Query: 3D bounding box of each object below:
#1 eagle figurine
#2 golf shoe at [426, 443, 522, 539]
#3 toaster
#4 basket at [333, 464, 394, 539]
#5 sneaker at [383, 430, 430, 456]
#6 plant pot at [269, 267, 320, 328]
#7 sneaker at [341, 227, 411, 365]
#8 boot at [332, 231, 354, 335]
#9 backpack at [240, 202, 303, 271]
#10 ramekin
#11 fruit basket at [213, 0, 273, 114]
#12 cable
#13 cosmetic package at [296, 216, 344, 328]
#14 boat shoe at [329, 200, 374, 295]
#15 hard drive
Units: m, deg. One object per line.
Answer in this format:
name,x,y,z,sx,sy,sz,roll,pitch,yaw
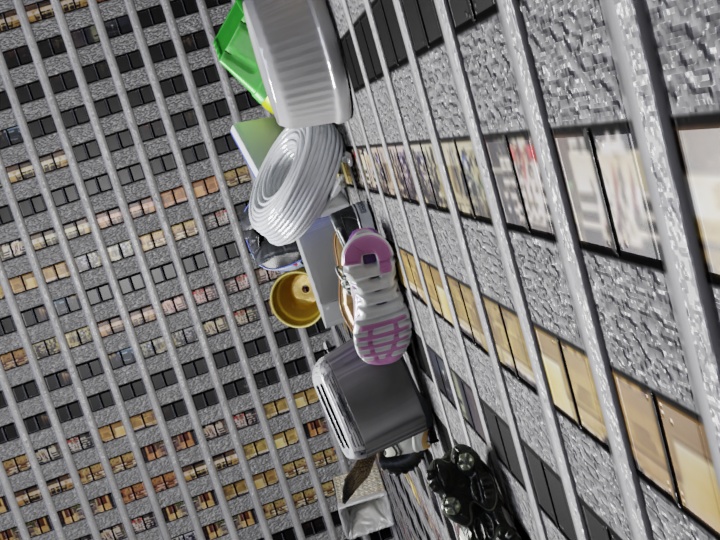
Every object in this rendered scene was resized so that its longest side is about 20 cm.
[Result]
eagle figurine,0.024,0.295,1.522,0.153,0.148,0.203,98,163,-54
golf shoe,0.132,0.271,0.862,0.088,0.076,0.203,38,-148,-63
toaster,0.016,0.182,1.256,0.203,0.127,0.114,66,165,4
basket,0.008,0.873,3.316,0.162,0.196,0.201,-112,7,-52
sneaker,0.045,0.209,1.384,0.201,0.086,0.077,-113,5,-56
plant pot,-0.203,0.081,3.074,0.189,0.197,0.205,-59,-48,-77
sneaker,0.019,0.028,1.171,0.089,0.079,0.204,-104,4,-64
boot,0.004,0.027,1.357,0.075,0.072,0.204,174,80,-74
backpack,-0.136,-0.091,1.755,0.154,0.187,0.204,31,-141,-73
ramekin,-0.084,-0.276,1.119,0.202,0.092,0.206,162,90,-84
fruit basket,-0.138,-0.340,1.450,0.213,0.157,0.216,31,-166,-9
cable,-0.099,-0.135,1.312,0.068,0.201,0.201,26,-157,-26
cosmetic package,-0.044,-0.017,1.481,0.091,0.105,0.203,82,170,-61
boat shoe,0.001,0.001,1.266,0.074,0.067,0.202,-116,9,-56
hard drive,-0.119,-0.171,1.472,0.202,0.130,0.025,60,144,19
